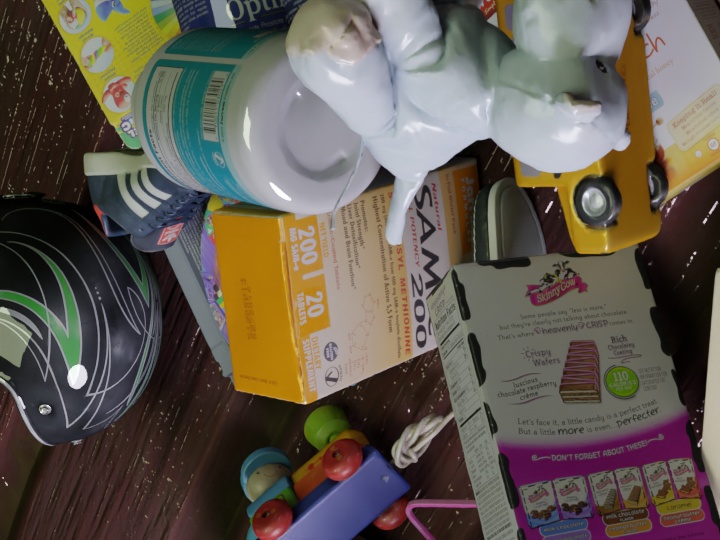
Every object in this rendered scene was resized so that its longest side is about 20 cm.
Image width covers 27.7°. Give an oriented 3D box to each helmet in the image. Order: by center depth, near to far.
[{"bbox_3d":[-0.265,0.043,1.277,0.189,0.200,0.202,24,120,11],"label":"helmet"}]

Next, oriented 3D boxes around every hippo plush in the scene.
[{"bbox_3d":[0.062,-0.111,0.795,0.159,0.159,0.202,10,90,31],"label":"hippo plush"}]

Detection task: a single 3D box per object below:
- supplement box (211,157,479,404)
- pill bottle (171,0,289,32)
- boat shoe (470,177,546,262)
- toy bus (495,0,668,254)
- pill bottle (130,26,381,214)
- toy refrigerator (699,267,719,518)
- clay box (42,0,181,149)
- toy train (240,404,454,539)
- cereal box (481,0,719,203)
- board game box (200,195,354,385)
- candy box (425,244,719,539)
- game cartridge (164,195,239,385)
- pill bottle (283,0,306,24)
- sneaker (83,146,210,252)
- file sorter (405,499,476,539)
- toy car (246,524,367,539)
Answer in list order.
[{"bbox_3d":[0.000,0.000,1.005,0.073,0.199,0.128,5,108,43],"label":"supplement box"},{"bbox_3d":[-0.089,-0.219,1.084,0.111,0.111,0.202,-15,93,44],"label":"pill bottle"},{"bbox_3d":[0.096,0.036,1.015,0.060,0.075,0.202,-1,101,37],"label":"boat shoe"},{"bbox_3d":[0.131,-0.114,0.885,0.078,0.065,0.202,1,103,43],"label":"toy bus"},{"bbox_3d":[-0.076,-0.102,0.948,0.199,0.110,0.112,16,114,54],"label":"pill bottle"},{"bbox_3d":[0.258,0.097,0.887,0.076,0.069,0.202,18,114,46],"label":"toy refrigerator"},{"bbox_3d":[-0.182,-0.203,1.182,0.114,0.048,0.201,-32,77,8],"label":"clay box"},{"bbox_3d":[-0.007,0.143,1.146,0.085,0.200,0.116,48,-178,-33],"label":"toy train"},{"bbox_3d":[0.158,-0.141,0.926,0.144,0.039,0.201,-37,77,43],"label":"cereal box"},{"bbox_3d":[-0.064,0.003,1.132,0.198,0.039,0.160,15,110,35],"label":"board game box"},{"bbox_3d":[0.131,0.091,0.909,0.061,0.135,0.202,127,134,-63],"label":"candy box"},{"bbox_3d":[-0.104,-0.015,1.215,0.133,0.041,0.202,-33,80,47],"label":"game cartridge"},{"bbox_3d":[-0.001,-0.202,0.997,0.111,0.111,0.202,-14,93,44],"label":"pill bottle"},{"bbox_3d":[-0.151,-0.058,1.174,0.199,0.074,0.086,4,103,52],"label":"sneaker"},{"bbox_3d":[0.068,0.272,1.002,0.138,0.201,0.126,-9,133,44],"label":"file sorter"},{"bbox_3d":[-0.067,0.315,1.162,0.184,0.199,0.178,33,126,31],"label":"toy car"}]
